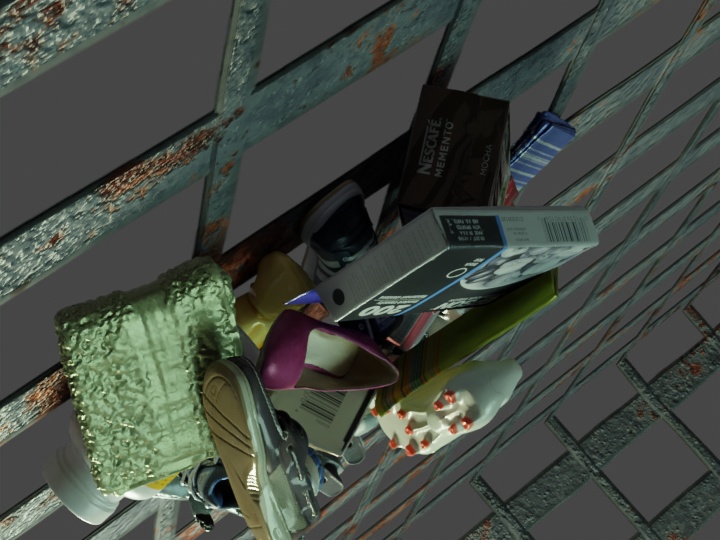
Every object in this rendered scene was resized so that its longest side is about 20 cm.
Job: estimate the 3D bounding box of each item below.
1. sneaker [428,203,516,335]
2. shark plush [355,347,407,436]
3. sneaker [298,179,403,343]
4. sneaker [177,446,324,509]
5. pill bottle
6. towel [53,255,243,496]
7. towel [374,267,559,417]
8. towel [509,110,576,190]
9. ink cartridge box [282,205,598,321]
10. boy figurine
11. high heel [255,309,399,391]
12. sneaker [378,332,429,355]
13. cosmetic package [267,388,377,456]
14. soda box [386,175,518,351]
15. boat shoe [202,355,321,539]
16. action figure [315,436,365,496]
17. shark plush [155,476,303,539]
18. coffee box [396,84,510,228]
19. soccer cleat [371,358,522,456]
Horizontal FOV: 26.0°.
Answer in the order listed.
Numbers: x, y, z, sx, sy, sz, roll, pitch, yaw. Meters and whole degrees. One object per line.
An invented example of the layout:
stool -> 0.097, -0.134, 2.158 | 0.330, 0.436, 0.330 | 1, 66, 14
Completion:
sneaker -> 0.094, 0.005, 1.683 | 0.082, 0.077, 0.201 | -3, 125, -52
shark plush -> 0.050, 0.103, 1.555 | 0.083, 0.092, 0.200 | 11, 151, -13
sneaker -> 0.000, 0.000, 1.426 | 0.070, 0.109, 0.200 | -37, 164, -19
sneaker -> -0.134, 0.170, 1.414 | 0.085, 0.198, 0.078 | -57, 161, -64
pill bottle -> -0.178, 0.124, 1.335 | 0.200, 0.104, 0.104 | -44, 165, 6
towel -> -0.159, 0.087, 1.228 | 0.147, 0.037, 0.201 | -21, 131, -14
towel -> 0.096, 0.062, 1.409 | 0.199, 0.018, 0.086 | -35, -164, 18
towel -> 0.150, -0.096, 1.714 | 0.200, 0.024, 0.145 | -44, 166, 14
ink cartridge box -> 0.068, 0.003, 1.326 | 0.197, 0.044, 0.200 | -3, 160, -44
boy figurine -> -0.091, 0.051, 1.430 | 0.124, 0.065, 0.200 | -26, 162, -43
high heel -> -0.027, 0.080, 1.304 | 0.200, 0.095, 0.068 | 18, 93, -80
sneaker -> 0.029, 0.063, 1.688 | 0.071, 0.099, 0.200 | -43, 166, 0
cosmetic package -> -0.047, 0.115, 1.509 | 0.104, 0.087, 0.200 | -63, -173, -6
soda box -> 0.074, -0.020, 1.542 | 0.201, 0.070, 0.063 | -56, 164, -3
boat shoe -> -0.074, 0.141, 1.247 | 0.065, 0.072, 0.201 | -30, 129, -24
action figure -> -0.039, 0.155, 1.705 | 0.130, 0.069, 0.200 | -41, -155, 10
shark plush -> -0.152, 0.220, 1.518 | 0.091, 0.200, 0.084 | -40, -159, 37
coffee box -> 0.087, -0.075, 1.406 | 0.200, 0.079, 0.114 | 71, 32, -74
soccer cleat -> 0.079, 0.124, 1.437 | 0.077, 0.070, 0.200 | -32, -177, -29
